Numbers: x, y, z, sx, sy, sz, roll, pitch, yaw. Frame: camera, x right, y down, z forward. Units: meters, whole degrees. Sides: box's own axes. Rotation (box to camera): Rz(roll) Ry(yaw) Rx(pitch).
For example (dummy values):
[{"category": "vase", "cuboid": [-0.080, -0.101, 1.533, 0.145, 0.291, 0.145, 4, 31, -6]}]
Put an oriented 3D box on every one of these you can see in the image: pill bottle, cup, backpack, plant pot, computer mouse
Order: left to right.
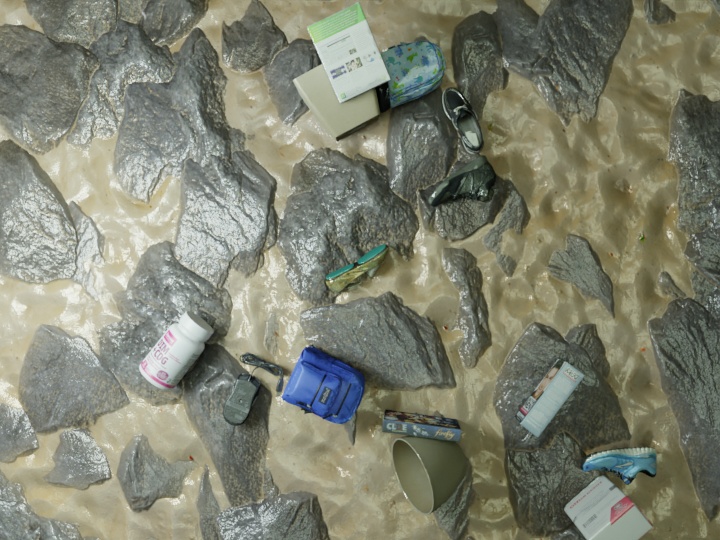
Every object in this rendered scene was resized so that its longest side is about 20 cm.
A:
[{"category": "pill bottle", "cuboid": [-0.503, 0.219, 1.692, 0.113, 0.113, 0.200, 38, 90, 5]}, {"category": "computer mouse", "cuboid": [-0.291, 0.339, 1.709, 0.140, 0.046, 0.201, 17, 84, 0]}, {"category": "backpack", "cuboid": [-0.093, 0.319, 1.633, 0.199, 0.168, 0.163, 25, 96, 1]}, {"category": "plant pot", "cuboid": [-0.047, -0.462, 1.660, 0.199, 0.200, 0.178, -27, 97, 2]}, {"category": "backpack", "cuboid": [0.134, -0.542, 1.678, 0.199, 0.154, 0.164, -11, 80, -9]}, {"category": "cup", "cuboid": [0.191, 0.512, 1.605, 0.142, 0.200, 0.202, -15, 86, -25]}]

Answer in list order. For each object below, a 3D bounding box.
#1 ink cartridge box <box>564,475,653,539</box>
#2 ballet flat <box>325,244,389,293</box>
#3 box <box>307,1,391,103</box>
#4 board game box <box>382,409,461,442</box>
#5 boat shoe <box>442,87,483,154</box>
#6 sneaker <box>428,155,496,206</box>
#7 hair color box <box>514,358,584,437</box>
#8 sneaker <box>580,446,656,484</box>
[{"category": "ink cartridge box", "cuboid": [0.617, 0.620, 1.547, 0.146, 0.200, 0.085, -41, 91, 2]}, {"category": "ballet flat", "cuboid": [0.000, 0.000, 1.695, 0.199, 0.071, 0.071, -30, 86, 2]}, {"category": "box", "cuboid": [-0.028, -0.540, 1.533, 0.144, 0.036, 0.201, -24, 105, 2]}, {"category": "board game box", "cuboid": [0.159, 0.409, 1.623, 0.199, 0.135, 0.035, 7, 88, 4]}, {"category": "boat shoe", "cuboid": [0.283, -0.417, 1.689, 0.073, 0.060, 0.201, -21, 86, 4]}, {"category": "sneaker", "cuboid": [0.286, -0.215, 1.672, 0.199, 0.076, 0.115, -33, 79, -3]}, {"category": "hair color box", "cuboid": [0.495, 0.333, 1.619, 0.061, 0.099, 0.200, 38, 90, 6]}, {"category": "sneaker", "cuboid": [0.676, 0.511, 1.599, 0.199, 0.078, 0.091, -6, 70, 5]}]
